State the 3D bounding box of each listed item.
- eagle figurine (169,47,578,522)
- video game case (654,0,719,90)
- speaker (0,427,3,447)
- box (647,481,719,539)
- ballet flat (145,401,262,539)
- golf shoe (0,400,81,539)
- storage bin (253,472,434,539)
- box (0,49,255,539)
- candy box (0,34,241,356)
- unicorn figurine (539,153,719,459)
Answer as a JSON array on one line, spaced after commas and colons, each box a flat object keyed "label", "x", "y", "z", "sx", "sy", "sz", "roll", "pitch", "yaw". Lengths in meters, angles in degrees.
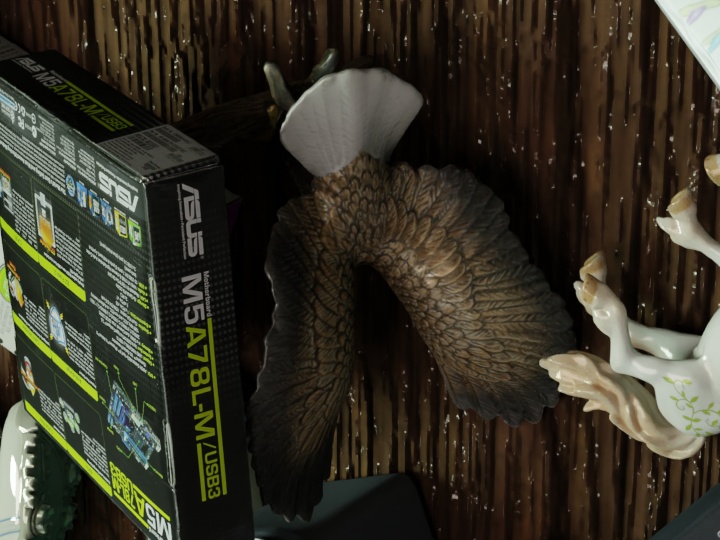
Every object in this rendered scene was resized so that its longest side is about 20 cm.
[{"label": "eagle figurine", "x": 0.003, "y": 0.000, "z": 1.083, "sx": 0.151, "sy": 0.151, "sz": 0.202, "roll": -25, "pitch": 82, "yaw": 31}, {"label": "video game case", "x": 0.184, "y": -0.147, "z": 0.872, "sx": 0.182, "sy": 0.022, "sz": 0.201, "roll": -49, "pitch": 64, "yaw": 36}, {"label": "speaker", "x": -0.297, "y": 0.047, "z": 1.345, "sx": 0.200, "sy": 0.081, "sz": 0.081, "roll": 52, "pitch": 129, "yaw": 7}, {"label": "box", "x": 0.127, "y": 0.205, "z": 0.952, "sx": 0.200, "sy": 0.107, "sz": 0.149, "roll": -39, "pitch": 83, "yaw": 0}, {"label": "ballet flat", "x": -0.091, "y": 0.152, "z": 1.254, "sx": 0.074, "sy": 0.074, "sz": 0.201, "roll": 27, "pitch": 126, "yaw": 23}, {"label": "golf shoe", "x": -0.215, "y": 0.155, "z": 1.320, "sx": 0.096, "sy": 0.078, "sz": 0.202, "roll": 14, "pitch": 118, "yaw": 10}, {"label": "storage bin", "x": -0.021, "y": 0.206, "z": 1.179, "sx": 0.145, "sy": 0.134, "sz": 0.202, "roll": -11, "pitch": 102, "yaw": 38}, {"label": "box", "x": -0.118, "y": 0.013, "z": 1.088, "sx": 0.200, "sy": 0.047, "sz": 0.195, "roll": 32, "pitch": 134, "yaw": 55}, {"label": "candy box", "x": -0.171, "y": -0.028, "z": 1.234, "sx": 0.199, "sy": 0.061, "sz": 0.137, "roll": 35, "pitch": 125, "yaw": 20}, {"label": "unicorn figurine", "x": 0.176, "y": 0.023, "z": 1.008, "sx": 0.137, "sy": 0.074, "sz": 0.200, "roll": 46, "pitch": 144, "yaw": -1}]
